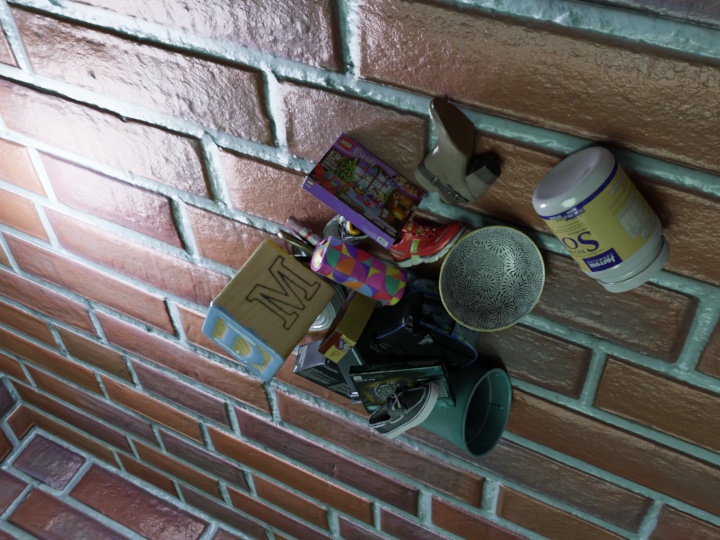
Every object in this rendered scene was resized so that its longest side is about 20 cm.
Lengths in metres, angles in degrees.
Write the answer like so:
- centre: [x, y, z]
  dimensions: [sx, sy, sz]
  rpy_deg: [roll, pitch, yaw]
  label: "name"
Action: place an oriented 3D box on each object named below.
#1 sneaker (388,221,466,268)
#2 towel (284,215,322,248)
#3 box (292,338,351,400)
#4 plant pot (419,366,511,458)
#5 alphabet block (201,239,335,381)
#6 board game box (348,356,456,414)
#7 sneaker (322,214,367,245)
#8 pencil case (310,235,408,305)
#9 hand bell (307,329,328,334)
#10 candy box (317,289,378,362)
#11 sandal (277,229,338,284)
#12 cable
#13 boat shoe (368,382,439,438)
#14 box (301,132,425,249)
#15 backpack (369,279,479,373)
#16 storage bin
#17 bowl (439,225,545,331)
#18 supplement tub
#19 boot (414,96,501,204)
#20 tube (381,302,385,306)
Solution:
- centre: [0.118, -0.062, 1.561]
  dimensions: [0.199, 0.077, 0.085]
  rpy_deg: [-20, 112, 48]
  label: "sneaker"
- centre: [-0.078, -0.047, 1.720]
  dimensions: [0.200, 0.023, 0.144]
  rpy_deg: [39, 175, -5]
  label: "towel"
- centre: [-0.044, 0.245, 1.977]
  dimensions: [0.199, 0.079, 0.141]
  rpy_deg: [30, 151, -29]
  label: "box"
- centre: [0.207, 0.295, 1.803]
  dimensions: [0.195, 0.200, 0.201]
  rpy_deg: [12, 139, 40]
  label: "plant pot"
- centre: [-0.203, 0.089, 1.740]
  dimensions: [0.196, 0.200, 0.195]
  rpy_deg: [38, 153, -2]
  label: "alphabet block"
- centre: [0.089, 0.242, 1.669]
  dimensions: [0.198, 0.028, 0.136]
  rpy_deg: [-7, 131, 17]
  label: "board game box"
- centre: [-0.011, -0.096, 1.601]
  dimensions: [0.199, 0.082, 0.078]
  rpy_deg: [-20, 86, 45]
  label: "sneaker"
- centre: [0.000, 0.000, 1.610]
  dimensions: [0.199, 0.089, 0.088]
  rpy_deg: [25, 148, -22]
  label: "pencil case"
- centre: [-0.126, 0.149, 1.996]
  dimensions: [0.199, 0.104, 0.105]
  rpy_deg: [-7, 128, 28]
  label: "hand bell"
- centre: [-0.012, 0.089, 1.723]
  dimensions: [0.056, 0.201, 0.117]
  rpy_deg: [34, 143, -5]
  label: "candy box"
- centre: [-0.110, -0.018, 1.750]
  dimensions: [0.200, 0.054, 0.080]
  rpy_deg: [42, 172, -37]
  label: "sandal"
- centre: [-0.132, 0.054, 1.889]
  dimensions: [0.199, 0.069, 0.201]
  rpy_deg: [1, 132, 38]
  label: "cable"
- centre: [0.084, 0.280, 1.642]
  dimensions: [0.067, 0.072, 0.200]
  rpy_deg: [28, 138, -17]
  label: "boat shoe"
- centre: [0.008, -0.150, 1.494]
  dimensions: [0.199, 0.137, 0.039]
  rpy_deg: [36, 145, -2]
  label: "box"
- centre: [0.148, 0.116, 1.660]
  dimensions: [0.199, 0.148, 0.183]
  rpy_deg: [26, 148, -20]
  label: "backpack"
- centre: [0.026, 0.186, 1.822]
  dimensions: [0.145, 0.200, 0.135]
  rpy_deg: [-17, 109, 47]
  label: "storage bin"
- centre: [0.234, 0.004, 1.495]
  dimensions: [0.201, 0.200, 0.094]
  rpy_deg: [48, -174, -17]
  label: "bowl"
- centre: [0.383, -0.079, 1.270]
  dimensions: [0.200, 0.146, 0.145]
  rpy_deg: [48, 142, -16]
  label: "supplement tub"
- centre: [0.146, -0.195, 1.394]
  dimensions: [0.200, 0.070, 0.146]
  rpy_deg: [48, 144, -16]
  label: "boot"
- centre: [0.093, 0.138, 1.769]
  dimensions: [0.058, 0.052, 0.201]
  rpy_deg: [-28, 89, 38]
  label: "tube"
